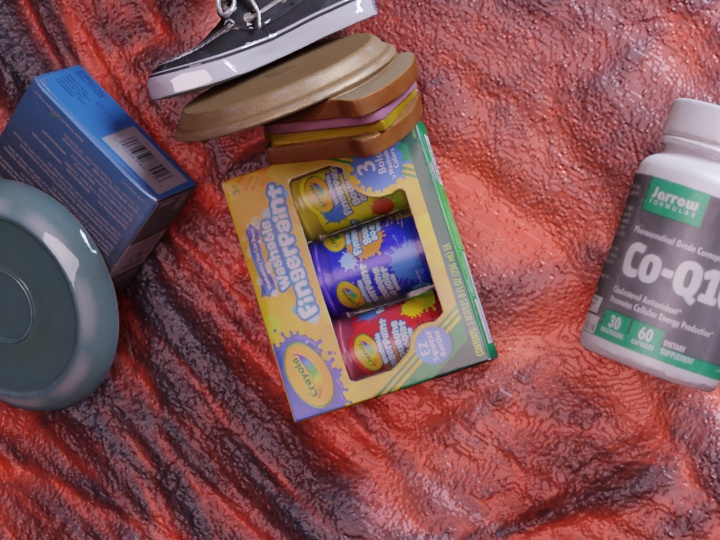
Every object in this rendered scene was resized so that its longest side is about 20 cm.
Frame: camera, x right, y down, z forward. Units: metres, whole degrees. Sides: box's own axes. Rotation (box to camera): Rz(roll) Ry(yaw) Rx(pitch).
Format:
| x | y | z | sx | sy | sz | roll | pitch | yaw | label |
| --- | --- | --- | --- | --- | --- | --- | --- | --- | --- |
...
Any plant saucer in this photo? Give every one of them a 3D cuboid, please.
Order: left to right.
| x | y | z | sx | sy | sz | roll | pitch | yaw | label |
| --- | --- | --- | --- | --- | --- | --- | --- | --- | --- |
| -0.287 | 0.026 | 1.278 | 0.198 | 0.027 | 0.202 | 10 | 112 | 25 | plant saucer |

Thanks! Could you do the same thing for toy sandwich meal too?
| x | y | z | sx | sy | sz | roll | pitch | yaw | label |
| --- | --- | --- | --- | --- | --- | --- | --- | --- | --- |
| -0.045 | -0.123 | 1.206 | 0.203 | 0.205 | 0.071 | -19 | 106 | 10 | toy sandwich meal |

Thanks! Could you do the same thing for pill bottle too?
| x | y | z | sx | sy | sz | roll | pitch | yaw | label |
| --- | --- | --- | --- | --- | --- | --- | --- | --- | --- |
| 0.248 | -0.020 | 1.179 | 0.112 | 0.113 | 0.202 | 19 | 93 | 10 | pill bottle |

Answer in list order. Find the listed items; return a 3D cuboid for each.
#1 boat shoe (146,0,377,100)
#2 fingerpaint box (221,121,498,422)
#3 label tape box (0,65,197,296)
| x | y | z | sx | sy | sz | roll | pitch | yaw | label |
| --- | --- | --- | --- | --- | --- | --- | --- | --- | --- |
| -0.084 | -0.196 | 1.225 | 0.198 | 0.074 | 0.069 | -25 | 100 | -10 | boat shoe |
| 0.000 | 0.000 | 1.243 | 0.165 | 0.073 | 0.202 | -18 | 86 | 9 | fingerpaint box |
| -0.245 | -0.045 | 1.284 | 0.144 | 0.063 | 0.200 | 45 | 122 | 8 | label tape box |
